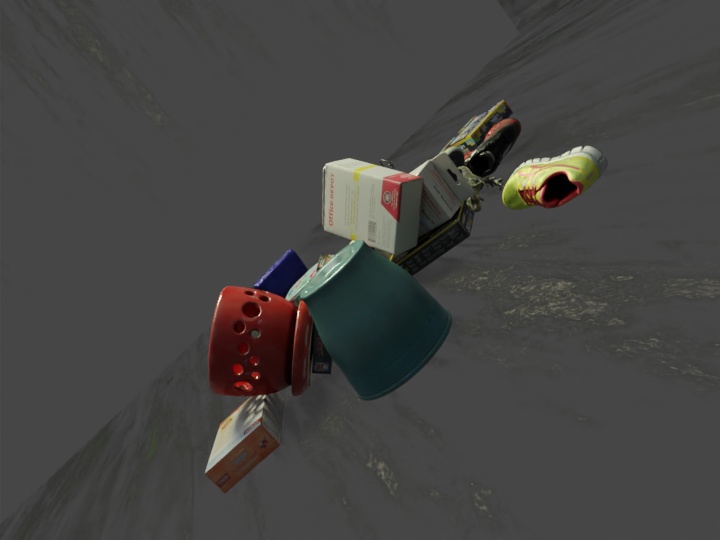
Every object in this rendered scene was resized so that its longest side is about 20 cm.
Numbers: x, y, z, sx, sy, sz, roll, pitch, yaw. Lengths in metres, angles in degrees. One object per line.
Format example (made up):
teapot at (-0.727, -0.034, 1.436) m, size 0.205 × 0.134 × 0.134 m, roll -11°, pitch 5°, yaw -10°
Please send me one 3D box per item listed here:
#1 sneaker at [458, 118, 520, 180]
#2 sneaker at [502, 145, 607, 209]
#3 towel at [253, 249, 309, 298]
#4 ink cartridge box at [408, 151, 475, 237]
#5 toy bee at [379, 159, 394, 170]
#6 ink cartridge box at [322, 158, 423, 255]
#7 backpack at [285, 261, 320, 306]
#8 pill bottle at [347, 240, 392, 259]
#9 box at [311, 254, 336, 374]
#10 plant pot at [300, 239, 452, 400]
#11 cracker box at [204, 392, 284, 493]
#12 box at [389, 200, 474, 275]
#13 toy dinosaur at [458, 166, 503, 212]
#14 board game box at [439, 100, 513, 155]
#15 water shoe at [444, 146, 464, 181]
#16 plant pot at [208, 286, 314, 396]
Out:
sneaker at (0.317, -0.286, 1.477) m, size 0.200 × 0.071 × 0.098 m, roll -44°, pitch 11°, yaw 0°
sneaker at (0.303, -0.138, 1.020) m, size 0.091 × 0.078 × 0.199 m, roll -51°, pitch 15°, yaw -31°
towel at (-0.160, 0.069, 1.485) m, size 0.049 × 0.202 × 0.148 m, roll -8°, pitch 32°, yaw 47°
ink cartridge box at (0.126, -0.144, 1.277) m, size 0.199 × 0.118 × 0.067 m, roll -30°, pitch 13°, yaw 45°
toy bee at (0.101, -0.148, 1.439) m, size 0.109 × 0.198 × 0.131 m, roll -54°, pitch -16°, yaw -15°
ink cartridge box at (0.021, -0.135, 1.253) m, size 0.198 × 0.148 × 0.083 m, roll 21°, pitch 29°, yaw 35°
backpack at (-0.072, 0.063, 1.375) m, size 0.198 × 0.152 × 0.178 m, roll -34°, pitch 12°, yaw 10°
pill bottle at (0.048, -0.069, 1.496) m, size 0.119 × 0.120 × 0.201 m, roll -33°, pitch 14°, yaw 35°
box at (-0.067, 0.081, 1.196) m, size 0.037 × 0.204 × 0.137 m, roll 3°, pitch 11°, yaw 0°
plant pot at (0.012, 0.064, 0.972) m, size 0.199 × 0.189 × 0.200 m, roll -38°, pitch 12°, yaw 10°
cracker box at (-0.211, 0.306, 1.151) m, size 0.134 × 0.058 × 0.200 m, roll -41°, pitch 11°, yaw 4°
box at (0.154, -0.069, 1.331) m, size 0.199 × 0.050 × 0.160 m, roll -36°, pitch 11°, yaw 28°
toy dinosaur at (0.259, -0.192, 1.348) m, size 0.086 × 0.048 × 0.201 m, roll 0°, pitch 32°, yaw -3°
board game box at (0.359, -0.427, 1.917) m, size 0.200 × 0.057 × 0.165 m, roll -47°, pitch 15°, yaw -25°
water shoe at (0.183, -0.215, 1.491) m, size 0.079 × 0.070 × 0.202 m, roll -115°, pitch 42°, yaw -53°
plant pot at (-0.179, 0.136, 1.161) m, size 0.179 × 0.205 × 0.201 m, roll 3°, pitch 15°, yaw -1°
